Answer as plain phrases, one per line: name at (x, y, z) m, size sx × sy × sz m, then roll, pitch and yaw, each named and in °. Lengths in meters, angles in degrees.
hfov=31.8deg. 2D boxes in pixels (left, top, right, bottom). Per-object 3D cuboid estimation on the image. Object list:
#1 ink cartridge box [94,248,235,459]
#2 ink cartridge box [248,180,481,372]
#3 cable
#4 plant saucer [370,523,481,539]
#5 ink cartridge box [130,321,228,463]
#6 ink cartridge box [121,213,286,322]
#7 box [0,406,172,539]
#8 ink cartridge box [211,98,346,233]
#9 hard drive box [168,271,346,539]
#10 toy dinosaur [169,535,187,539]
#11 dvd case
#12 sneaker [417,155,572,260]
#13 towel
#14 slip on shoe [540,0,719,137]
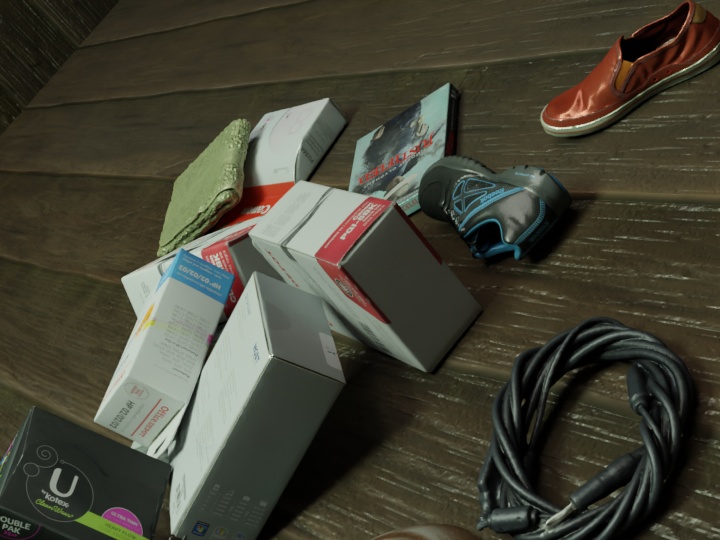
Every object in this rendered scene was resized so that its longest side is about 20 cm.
ink cartridge box at (-0.200, 0.094, 1.256) m, size 0.115 × 0.067 × 0.202 m, roll -47°, pitch 20°, yaw 49°
ink cartridge box at (0.000, 0.000, 1.195) m, size 0.083 × 0.147 × 0.199 m, roll -47°, pitch 28°, yaw -13°
cable at (0.164, 0.109, 0.920) m, size 0.162 × 0.051 × 0.202 m, roll -13°, pitch 40°, yaw 46°
plant saucer at (0.014, 0.264, 0.927) m, size 0.199 × 0.037 × 0.202 m, roll -33°, pitch 30°, yaw 21°
ink cartridge box at (-0.164, 0.117, 1.353) m, size 0.103 × 0.059 × 0.202 m, roll -23°, pitch 34°, yaw 35°
ink cartridge box at (-0.149, 0.002, 1.416) m, size 0.198 × 0.085 × 0.144 m, roll -17°, pitch 10°, yaw 43°
box at (-0.286, 0.254, 1.169) m, size 0.201 × 0.147 × 0.125 m, roll -54°, pitch 18°, yaw 34°
ink cartridge box at (-0.122, -0.132, 1.665) m, size 0.161 × 0.057 × 0.201 m, roll -3°, pitch 44°, yaw 53°
hard drive box at (-0.102, 0.130, 1.155) m, size 0.202 × 0.076 × 0.156 m, roll -61°, pitch 22°, yaw 20°
toy dinosaur at (-0.124, 0.318, 1.030) m, size 0.180 × 0.104 × 0.204 m, roll -6°, pitch 78°, yaw 43°
dvd case at (0.047, -0.122, 1.442) m, size 0.145 × 0.022 × 0.202 m, roll -29°, pitch 31°, yaw 28°
sneaker at (0.109, -0.058, 1.208) m, size 0.082 × 0.073 × 0.199 m, roll -54°, pitch 28°, yaw -17°
towel at (-0.212, -0.106, 1.718) m, size 0.200 × 0.036 × 0.150 m, roll -40°, pitch 33°, yaw 41°
slip on shoe at (0.254, -0.194, 1.211) m, size 0.198 × 0.061 × 0.075 m, roll -28°, pitch 32°, yaw 32°
